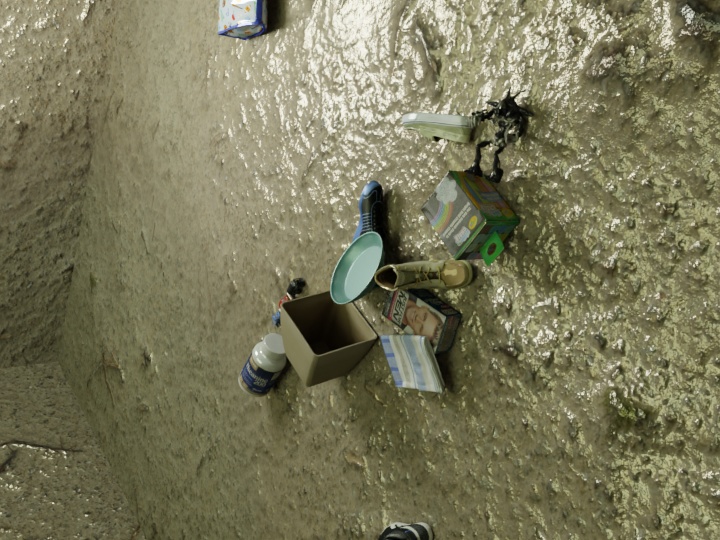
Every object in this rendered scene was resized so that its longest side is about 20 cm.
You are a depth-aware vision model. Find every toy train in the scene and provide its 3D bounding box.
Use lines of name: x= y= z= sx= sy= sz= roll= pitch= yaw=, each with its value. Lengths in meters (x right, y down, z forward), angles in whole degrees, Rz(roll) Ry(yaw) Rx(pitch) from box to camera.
toy train: x=-0.224 y=0.101 z=2.167 sx=0.034 sy=0.045 sz=0.201 roll=52 pitch=129 yaw=32

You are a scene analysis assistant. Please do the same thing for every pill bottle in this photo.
pill bottle: x=-0.297 y=0.292 z=2.216 sx=0.111 sy=0.110 sz=0.201 roll=55 pitch=130 yaw=31

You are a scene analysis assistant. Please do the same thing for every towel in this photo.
towel: x=0.124 y=0.227 z=1.743 sx=0.199 sy=0.024 sz=0.148 roll=-6 pitch=105 yaw=59

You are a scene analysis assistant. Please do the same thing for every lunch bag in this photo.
lunch bag: x=-0.347 y=-0.813 z=2.186 sx=0.199 sy=0.123 sz=0.172 roll=6 pitch=96 yaw=56

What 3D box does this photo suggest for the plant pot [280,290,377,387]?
plant pot: x=-0.104 y=0.197 z=1.940 sx=0.200 sy=0.198 sz=0.178 roll=50 pitch=139 yaw=34

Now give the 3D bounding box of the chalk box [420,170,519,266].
chalk box: x=0.249 y=-0.104 z=1.551 sx=0.125 sy=0.123 sz=0.201 roll=-53 pitch=56 yaw=36

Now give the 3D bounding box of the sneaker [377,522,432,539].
sneaker: x=0.080 y=0.687 z=1.811 sx=0.200 sy=0.111 sz=0.074 roll=-36 pitch=66 yaw=44

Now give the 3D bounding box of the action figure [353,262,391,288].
action figure: x=0.016 y=0.028 z=1.855 sx=0.199 sy=0.117 sz=0.055 roll=-26 pitch=88 yaw=57

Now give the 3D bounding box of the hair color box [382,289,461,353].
hair color box: x=0.145 y=0.106 z=1.732 sx=0.199 sy=0.060 sz=0.101 roll=34 pitch=118 yaw=42

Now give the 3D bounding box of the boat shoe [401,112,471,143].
boat shoe: x=0.173 y=-0.331 z=1.660 sx=0.199 sy=0.071 sz=0.063 roll=14 pitch=101 yaw=45

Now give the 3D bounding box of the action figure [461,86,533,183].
action figure: x=0.288 y=-0.291 z=1.501 sx=0.118 sy=0.102 sz=0.202 roll=23 pitch=103 yaw=27

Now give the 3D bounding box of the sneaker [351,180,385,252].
sneaker: x=0.035 y=-0.127 z=1.841 sx=0.078 sy=0.070 sz=0.202 roll=34 pitch=124 yaw=39

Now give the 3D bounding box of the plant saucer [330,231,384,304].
plant saucer: x=0.000 y=0.000 z=1.776 sx=0.200 sy=0.036 sz=0.201 roll=-40 pitch=33 yaw=32

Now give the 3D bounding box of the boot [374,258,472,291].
boot: x=0.145 y=0.012 z=1.653 sx=0.199 sy=0.153 sz=0.073 roll=-1 pitch=92 yaw=49
